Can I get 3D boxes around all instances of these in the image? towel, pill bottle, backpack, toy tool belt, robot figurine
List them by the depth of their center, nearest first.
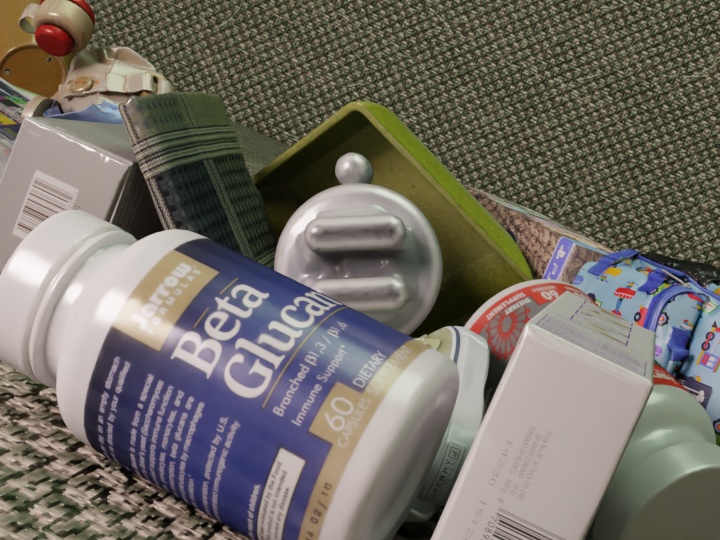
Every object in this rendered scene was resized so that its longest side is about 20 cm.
[{"bbox_3d":[-0.066,0.048,0.539,0.200,0.111,0.111,25,8,16],"label":"pill bottle"},{"bbox_3d":[0.146,0.099,0.734,0.116,0.116,0.200,18,20,-32],"label":"pill bottle"},{"bbox_3d":[0.239,0.089,0.833,0.134,0.183,0.200,16,8,-30],"label":"backpack"},{"bbox_3d":[-0.103,-0.034,0.839,0.200,0.034,0.193,-42,110,-78],"label":"towel"},{"bbox_3d":[0.000,0.000,0.840,0.113,0.170,0.200,1,-4,2],"label":"robot figurine"},{"bbox_3d":[-0.215,-0.119,0.977,0.125,0.123,0.200,-3,-37,31],"label":"toy tool belt"}]

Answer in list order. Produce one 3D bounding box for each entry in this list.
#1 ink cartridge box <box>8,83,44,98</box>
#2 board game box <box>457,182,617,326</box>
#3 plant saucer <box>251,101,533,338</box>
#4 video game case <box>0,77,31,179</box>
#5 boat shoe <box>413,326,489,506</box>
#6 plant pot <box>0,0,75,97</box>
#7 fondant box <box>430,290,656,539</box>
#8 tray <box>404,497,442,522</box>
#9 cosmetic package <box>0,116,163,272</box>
[{"bbox_3d":[-0.359,-0.131,1.121,0.145,0.048,0.200,20,24,-16],"label":"ink cartridge box"},{"bbox_3d":[0.133,0.033,1.011,0.097,0.160,0.200,17,9,-29],"label":"board game box"},{"bbox_3d":[0.021,-0.039,0.950,0.200,0.048,0.200,45,-37,-13],"label":"plant saucer"},{"bbox_3d":[-0.338,-0.129,1.049,0.200,0.023,0.182,33,22,17],"label":"video game case"},{"bbox_3d":[0.033,0.068,0.673,0.062,0.072,0.200,25,11,-1],"label":"boat shoe"},{"bbox_3d":[-0.453,-0.300,1.563,0.186,0.187,0.200,17,24,-35],"label":"plant pot"},{"bbox_3d":[0.086,0.092,0.558,0.058,0.145,0.200,24,8,11],"label":"fondant box"},{"bbox_3d":[0.010,0.106,0.692,0.107,0.022,0.200,26,8,13],"label":"tray"},{"bbox_3d":[-0.184,-0.046,0.848,0.090,0.107,0.200,24,10,8],"label":"cosmetic package"}]
